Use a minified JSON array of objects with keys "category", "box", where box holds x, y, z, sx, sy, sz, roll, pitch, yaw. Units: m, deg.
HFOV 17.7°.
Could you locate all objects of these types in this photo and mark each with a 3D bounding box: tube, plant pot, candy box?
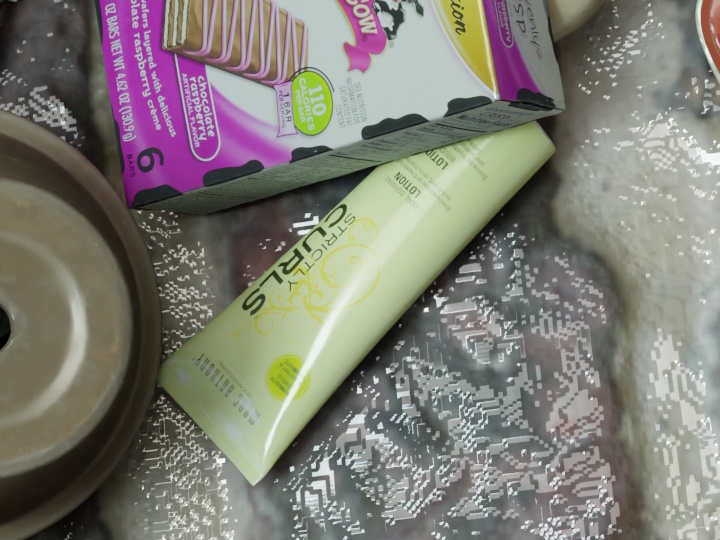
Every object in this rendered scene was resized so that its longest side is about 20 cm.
[{"category":"tube","box":[0.000,0.000,1.019,0.200,0.058,0.052,-45,110,0]},{"category":"plant pot","box":[-0.163,0.023,0.940,0.200,0.175,0.200,1,87,-19]},{"category":"candy box","box":[-0.020,-0.111,0.999,0.200,0.061,0.137,-15,81,33]}]

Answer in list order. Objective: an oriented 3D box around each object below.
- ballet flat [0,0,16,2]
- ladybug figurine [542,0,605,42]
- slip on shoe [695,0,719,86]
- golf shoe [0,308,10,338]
[{"category":"ballet flat","box":[-0.221,-0.077,1.085,0.072,0.072,0.200,25,80,19]},{"category":"ladybug figurine","box":[0.043,-0.174,1.038,0.200,0.072,0.136,43,112,26]},{"category":"slip on shoe","box":[0.216,-0.063,0.983,0.074,0.061,0.200,-37,67,1]},{"category":"golf shoe","box":[-0.223,0.009,1.043,0.200,0.092,0.075,-27,67,1]}]
